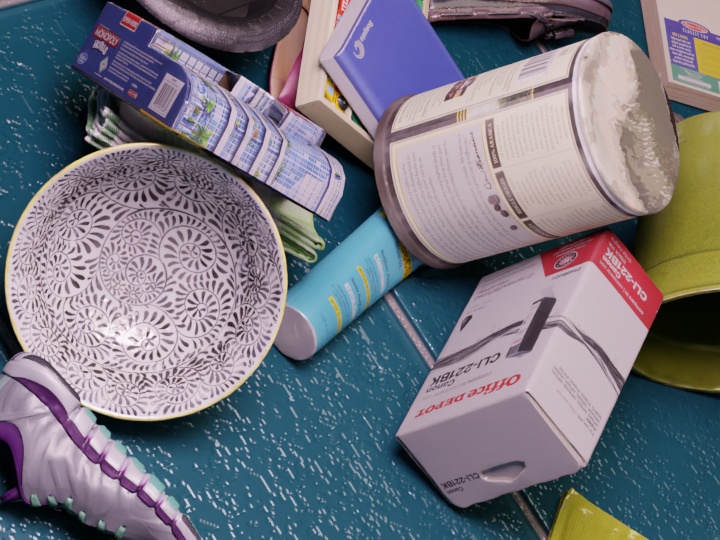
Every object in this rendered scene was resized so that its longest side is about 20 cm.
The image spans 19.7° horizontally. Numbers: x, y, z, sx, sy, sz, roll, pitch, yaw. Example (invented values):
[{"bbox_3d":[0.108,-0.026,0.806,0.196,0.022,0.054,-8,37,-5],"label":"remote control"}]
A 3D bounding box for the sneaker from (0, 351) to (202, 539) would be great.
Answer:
[{"bbox_3d":[-0.195,0.154,1.440,0.088,0.074,0.200,-43,90,-14],"label":"sneaker"}]

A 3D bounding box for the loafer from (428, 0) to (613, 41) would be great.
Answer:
[{"bbox_3d":[0.138,-0.236,1.910,0.199,0.072,0.063,10,75,-20],"label":"loafer"}]

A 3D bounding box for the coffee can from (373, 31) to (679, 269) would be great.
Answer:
[{"bbox_3d":[0.132,-0.093,1.650,0.146,0.199,0.147,22,61,-48],"label":"coffee can"}]

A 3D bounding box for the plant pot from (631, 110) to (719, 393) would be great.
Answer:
[{"bbox_3d":[0.316,-0.025,1.764,0.200,0.200,0.194,16,60,-23],"label":"plant pot"}]

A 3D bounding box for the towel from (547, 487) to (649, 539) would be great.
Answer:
[{"bbox_3d":[0.236,0.258,1.664,0.200,0.018,0.086,33,47,-9],"label":"towel"}]

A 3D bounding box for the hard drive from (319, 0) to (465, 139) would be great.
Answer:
[{"bbox_3d":[0.047,-0.143,1.748,0.200,0.025,0.132,54,41,-28],"label":"hard drive"}]

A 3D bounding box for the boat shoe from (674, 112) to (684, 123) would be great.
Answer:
[{"bbox_3d":[0.266,-0.113,1.905,0.200,0.074,0.073,46,37,-9],"label":"boat shoe"}]

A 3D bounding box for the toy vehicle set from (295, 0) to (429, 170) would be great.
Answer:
[{"bbox_3d":[0.005,-0.194,1.754,0.124,0.026,0.201,36,51,-43],"label":"toy vehicle set"}]

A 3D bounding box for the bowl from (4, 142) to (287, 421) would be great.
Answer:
[{"bbox_3d":[-0.156,0.002,1.511,0.200,0.201,0.094,32,5,-11],"label":"bowl"}]

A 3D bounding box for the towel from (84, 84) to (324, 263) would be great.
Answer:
[{"bbox_3d":[-0.119,-0.080,1.602,0.199,0.031,0.149,29,12,-14],"label":"towel"}]

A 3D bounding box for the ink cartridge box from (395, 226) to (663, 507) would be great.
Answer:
[{"bbox_3d":[0.134,0.076,1.624,0.084,0.144,0.200,49,45,-19],"label":"ink cartridge box"}]

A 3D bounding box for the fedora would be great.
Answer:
[{"bbox_3d":[-0.148,-0.243,1.704,0.200,0.092,0.201,17,53,-23],"label":"fedora"}]

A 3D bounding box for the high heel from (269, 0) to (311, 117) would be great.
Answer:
[{"bbox_3d":[-0.055,-0.225,1.764,0.096,0.067,0.201,1,62,-44],"label":"high heel"}]

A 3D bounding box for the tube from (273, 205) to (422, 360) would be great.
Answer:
[{"bbox_3d":[0.000,0.000,1.663,0.050,0.078,0.200,16,38,31],"label":"tube"}]

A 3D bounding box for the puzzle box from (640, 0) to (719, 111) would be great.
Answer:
[{"bbox_3d":[0.371,-0.209,2.059,0.199,0.025,0.134,14,54,-24],"label":"puzzle box"}]

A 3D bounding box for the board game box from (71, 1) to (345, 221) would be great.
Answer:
[{"bbox_3d":[-0.089,-0.109,1.546,0.199,0.062,0.200,29,3,-34],"label":"board game box"}]
